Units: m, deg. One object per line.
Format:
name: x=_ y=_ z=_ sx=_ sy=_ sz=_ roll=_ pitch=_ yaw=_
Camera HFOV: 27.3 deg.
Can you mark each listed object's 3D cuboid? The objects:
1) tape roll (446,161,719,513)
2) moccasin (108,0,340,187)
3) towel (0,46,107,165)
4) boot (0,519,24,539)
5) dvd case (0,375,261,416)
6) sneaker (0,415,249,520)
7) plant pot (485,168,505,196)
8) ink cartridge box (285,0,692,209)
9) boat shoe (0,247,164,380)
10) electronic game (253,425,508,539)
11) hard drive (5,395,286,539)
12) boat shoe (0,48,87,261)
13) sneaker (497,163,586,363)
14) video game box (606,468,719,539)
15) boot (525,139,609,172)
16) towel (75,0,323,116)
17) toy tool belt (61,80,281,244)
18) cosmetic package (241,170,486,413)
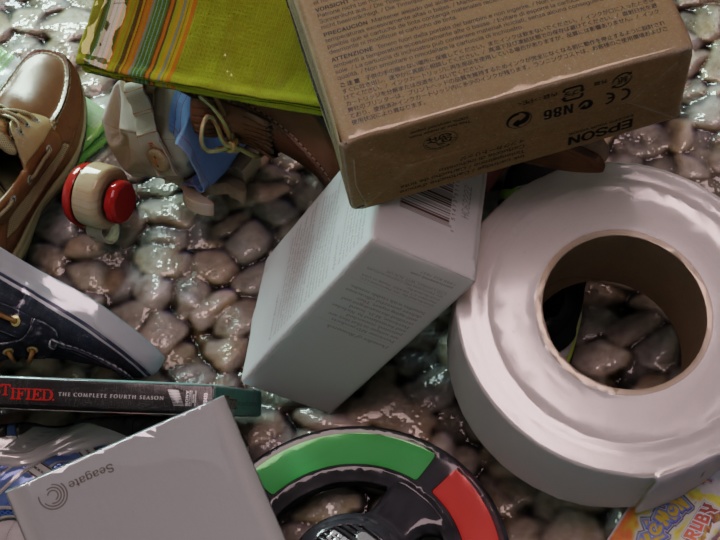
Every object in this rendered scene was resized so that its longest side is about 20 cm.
tape roll: x=0.153 y=0.038 z=0.894 sx=0.201 sy=0.071 sz=0.204 roll=1 pitch=65 yaw=-2
moccasin: x=-0.091 y=-0.114 z=0.988 sx=0.201 sy=0.074 sz=0.078 roll=38 pitch=82 yaw=4
towel: x=-0.307 y=-0.109 z=1.153 sx=0.199 sy=0.031 sz=0.149 roll=31 pitch=66 yaw=22
boot: x=-0.180 y=0.240 z=0.864 sx=0.095 sy=0.074 sz=0.201 roll=-8 pitch=64 yaw=13
dvd case: x=-0.173 y=0.079 z=0.938 sx=0.198 sy=0.146 sz=0.022 roll=0 pitch=84 yaw=8
sneaker: x=-0.169 y=0.133 z=0.950 sx=0.198 sy=0.076 sz=0.078 roll=-6 pitch=81 yaw=-1
plant pot: x=0.067 y=-0.163 z=1.056 sx=0.200 sy=0.201 sz=0.196 roll=24 pitch=68 yaw=21
ink cartridge box: x=0.065 y=-0.143 z=0.841 sx=0.199 sy=0.075 sz=0.166 roll=-15 pitch=61 yaw=-2
boat shoe: x=-0.235 y=0.041 z=0.987 sx=0.200 sy=0.071 sz=0.091 roll=31 pitch=80 yaw=-12
electronic game: x=-0.006 y=0.185 z=0.903 sx=0.198 sy=0.042 sz=0.201 roll=-3 pitch=55 yaw=4
hard drive: x=-0.097 y=0.188 z=0.821 sx=0.131 sy=0.027 sz=0.201 roll=-23 pitch=86 yaw=-14
boat shoe: x=-0.253 y=-0.082 z=1.070 sx=0.075 sy=0.074 sz=0.201 roll=7 pitch=59 yaw=9
sneaker: x=0.126 y=-0.014 z=1.001 sx=0.071 sy=0.083 sz=0.201 roll=1 pitch=55 yaw=6
video game box: x=0.264 y=0.155 z=0.893 sx=0.181 sy=0.047 sz=0.200 roll=27 pitch=62 yaw=25
boot: x=0.084 y=-0.153 z=0.916 sx=0.199 sy=0.070 sz=0.147 roll=21 pitch=75 yaw=21
towel: x=-0.086 y=-0.153 z=0.942 sx=0.199 sy=0.018 sz=0.087 roll=13 pitch=86 yaw=22
toy tool belt: x=-0.116 y=-0.103 z=1.068 sx=0.122 sy=0.125 sz=0.201 roll=14 pitch=58 yaw=25
cosmetic package: x=0.000 y=0.000 z=0.931 sx=0.071 sy=0.200 sz=0.102 roll=22 pitch=55 yaw=-17
